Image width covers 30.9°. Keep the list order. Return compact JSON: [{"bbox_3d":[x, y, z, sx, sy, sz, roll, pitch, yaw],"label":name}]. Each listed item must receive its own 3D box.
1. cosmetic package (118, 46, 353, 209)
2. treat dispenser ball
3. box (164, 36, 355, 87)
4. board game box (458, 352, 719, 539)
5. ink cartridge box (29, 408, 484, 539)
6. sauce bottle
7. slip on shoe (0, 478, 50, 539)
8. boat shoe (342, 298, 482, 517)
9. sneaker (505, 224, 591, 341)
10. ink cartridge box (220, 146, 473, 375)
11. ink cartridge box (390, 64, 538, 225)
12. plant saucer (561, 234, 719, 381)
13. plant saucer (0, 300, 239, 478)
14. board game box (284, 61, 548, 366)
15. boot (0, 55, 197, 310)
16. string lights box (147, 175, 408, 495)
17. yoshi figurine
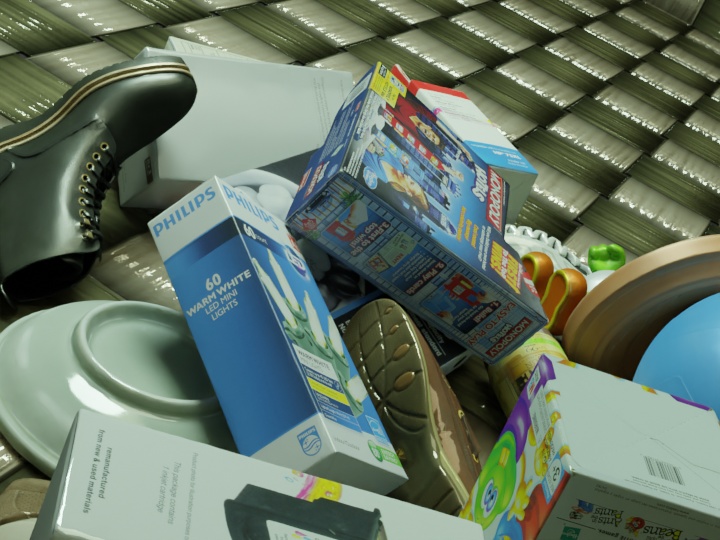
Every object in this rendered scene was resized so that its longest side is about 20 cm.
[{"bbox_3d":[-0.101,-0.111,1.081,0.199,0.081,0.114,2,74,-32],"label":"cosmetic package"},{"bbox_3d":[0.292,0.111,0.934,0.199,0.202,0.201,20,26,-10],"label":"treat dispenser ball"},{"bbox_3d":[-0.092,-0.145,1.221,0.199,0.078,0.095,12,28,-25],"label":"box"},{"bbox_3d":[0.104,0.163,0.670,0.104,0.201,0.103,18,26,-11],"label":"board game box"},{"bbox_3d":[-0.056,0.166,0.586,0.199,0.146,0.083,18,29,-14],"label":"ink cartridge box"},{"bbox_3d":[0.146,0.116,0.956,0.064,0.065,0.200,13,27,-23],"label":"sauce bottle"},{"bbox_3d":[-0.095,0.154,0.665,0.198,0.076,0.061,12,34,-9],"label":"slip on shoe"},{"bbox_3d":[0.038,0.112,0.840,0.067,0.072,0.201,28,36,-49],"label":"boat shoe"},{"bbox_3d":[0.172,0.023,1.155,0.199,0.075,0.081,21,35,-7],"label":"sneaker"},{"bbox_3d":[0.000,0.000,0.973,0.199,0.043,0.200,54,38,9],"label":"ink cartridge box"},{"bbox_3d":[0.076,-0.100,1.240,0.067,0.117,0.200,7,31,-31],"label":"ink cartridge box"},{"bbox_3d":[0.259,0.049,1.035,0.199,0.201,0.032,11,45,-26],"label":"plant saucer"},{"bbox_3d":[-0.133,0.069,0.815,0.199,0.050,0.201,20,27,-10],"label":"plant saucer"},{"bbox_3d":[0.053,-0.035,0.969,0.200,0.062,0.200,42,28,-14],"label":"board game box"},{"bbox_3d":[-0.185,-0.060,0.920,0.199,0.078,0.139,-32,53,-8],"label":"boot"},{"bbox_3d":[-0.053,0.050,0.805,0.103,0.059,0.201,34,26,-59],"label":"string lights box"},{"bbox_3d":[0.236,0.016,1.087,0.199,0.112,0.113,9,60,-23],"label":"yoshi figurine"}]
